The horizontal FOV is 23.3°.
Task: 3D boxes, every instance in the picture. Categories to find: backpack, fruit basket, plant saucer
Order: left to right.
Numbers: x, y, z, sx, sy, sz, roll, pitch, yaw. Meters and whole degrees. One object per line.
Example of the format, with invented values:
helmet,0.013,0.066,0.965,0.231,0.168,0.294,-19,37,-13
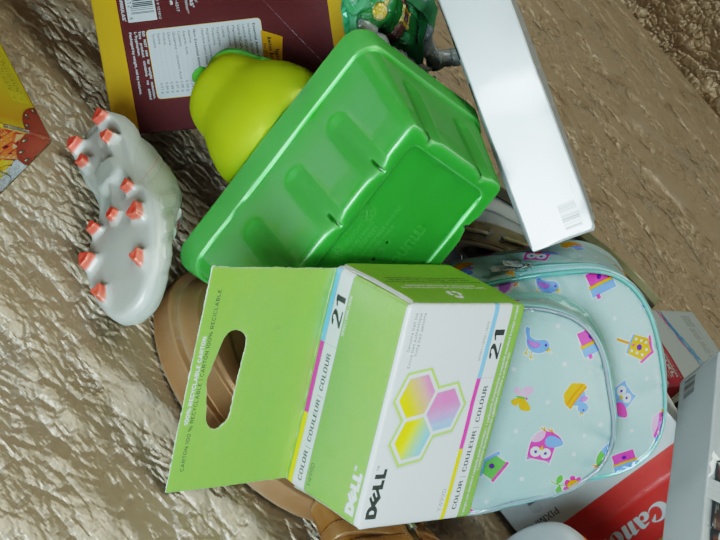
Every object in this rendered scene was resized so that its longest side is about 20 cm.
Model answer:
plant saucer,-0.057,0.079,1.187,0.200,0.032,0.201,42,23,-21
fruit basket,-0.031,-0.066,1.176,0.155,0.215,0.217,31,28,-38
backpack,0.117,0.073,1.224,0.153,0.198,0.178,-133,-150,-77

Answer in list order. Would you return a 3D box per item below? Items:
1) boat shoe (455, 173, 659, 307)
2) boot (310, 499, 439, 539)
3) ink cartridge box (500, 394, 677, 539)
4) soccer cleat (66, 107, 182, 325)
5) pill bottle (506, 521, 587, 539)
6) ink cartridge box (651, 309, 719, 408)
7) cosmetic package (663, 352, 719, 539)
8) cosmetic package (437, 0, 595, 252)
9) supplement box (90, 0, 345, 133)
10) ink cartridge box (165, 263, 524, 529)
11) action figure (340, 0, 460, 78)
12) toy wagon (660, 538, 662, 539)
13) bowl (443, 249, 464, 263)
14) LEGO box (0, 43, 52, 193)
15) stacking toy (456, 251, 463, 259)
boat shoe,0.147,-0.003,1.351,0.200,0.069,0.075,36,-7,48
boot,0.004,0.198,1.070,0.199,0.074,0.155,28,26,-50
ink cartridge box,0.176,0.153,1.338,0.050,0.161,0.201,25,32,-50
soccer cleat,-0.145,-0.033,1.155,0.077,0.069,0.201,36,22,-36
pill bottle,0.172,0.271,1.204,0.200,0.113,0.113,40,23,-23
ink cartridge box,0.229,0.108,1.534,0.083,0.146,0.199,56,23,19
cosmetic package,0.265,0.159,1.238,0.082,0.051,0.201,32,44,-15
cosmetic package,0.105,-0.117,1.204,0.083,0.050,0.202,-32,101,-78
supplement box,-0.085,-0.219,1.288,0.133,0.197,0.200,-55,139,-68
ink cartridge box,-0.008,0.077,1.061,0.199,0.150,0.075,0,19,-44
action figure,0.026,-0.166,1.217,0.200,0.054,0.120,36,56,-65
toy wagon,0.233,0.197,1.391,0.039,0.157,0.200,11,17,-26
bowl,0.027,-0.040,1.410,0.199,0.039,0.203,12,68,-31
LEGO box,-0.291,-0.139,1.025,0.148,0.077,0.201,10,44,-58
stacking toy,0.087,-0.011,1.519,0.199,0.147,0.146,32,23,-1
